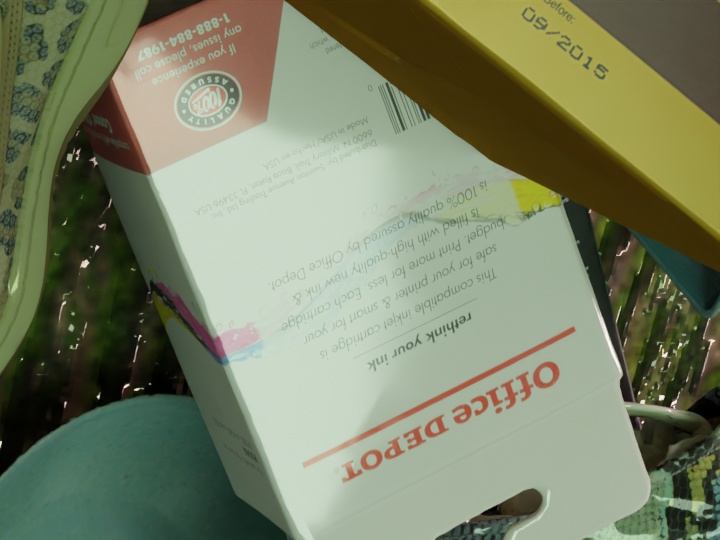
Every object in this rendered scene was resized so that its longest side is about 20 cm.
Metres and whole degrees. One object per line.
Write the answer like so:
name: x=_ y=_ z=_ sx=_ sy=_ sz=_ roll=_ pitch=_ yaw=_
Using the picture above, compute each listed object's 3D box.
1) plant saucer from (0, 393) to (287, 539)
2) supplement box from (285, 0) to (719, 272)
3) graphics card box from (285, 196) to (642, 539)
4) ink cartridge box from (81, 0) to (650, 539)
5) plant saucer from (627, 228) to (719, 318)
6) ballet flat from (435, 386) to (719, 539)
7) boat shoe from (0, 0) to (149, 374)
plant saucer: x=-0.087 y=0.138 z=0.865 sx=0.201 sy=0.039 sz=0.201 roll=-11 pitch=104 yaw=-47
supplement box: x=0.078 y=-0.127 z=0.638 sx=0.133 sy=0.197 sz=0.200 roll=36 pitch=89 yaw=-24
graphics card box: x=0.020 y=0.016 z=0.866 sx=0.125 sy=0.051 sz=0.200 roll=-24 pitch=114 yaw=-17
ink cartridge box: x=0.000 y=0.000 z=0.779 sx=0.116 sy=0.067 sz=0.200 roll=-25 pitch=107 yaw=-16
plant saucer: x=0.141 y=-0.078 z=0.844 sx=0.019 sy=0.070 sz=0.200 roll=-8 pitch=138 yaw=-38
ballet flat: x=0.045 y=0.078 z=0.842 sx=0.200 sy=0.074 sz=0.074 roll=-10 pitch=117 yaw=-23
boat shoe: x=-0.121 y=-0.032 z=0.714 sx=0.063 sy=0.073 sz=0.200 roll=-8 pitch=130 yaw=-48
